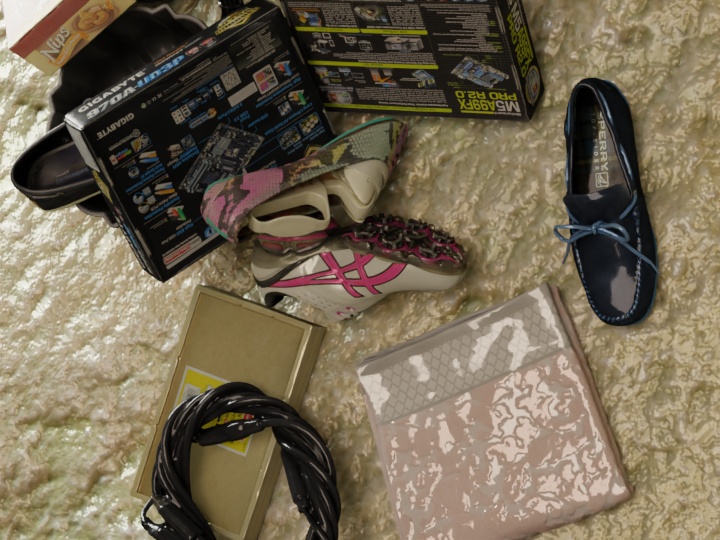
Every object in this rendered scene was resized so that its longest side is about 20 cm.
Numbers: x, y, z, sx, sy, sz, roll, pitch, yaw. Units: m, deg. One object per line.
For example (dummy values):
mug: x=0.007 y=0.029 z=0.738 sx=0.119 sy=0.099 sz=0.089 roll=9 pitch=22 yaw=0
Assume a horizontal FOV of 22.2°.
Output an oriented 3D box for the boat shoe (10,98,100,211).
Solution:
boat shoe: x=-0.218 y=-0.110 z=1.587 sx=0.199 sy=0.062 sz=0.075 roll=-25 pitch=73 yaw=20

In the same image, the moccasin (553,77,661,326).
moccasin: x=0.186 y=-0.055 z=1.467 sx=0.080 sy=0.068 sz=0.201 roll=-15 pitch=78 yaw=23

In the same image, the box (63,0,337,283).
box: x=-0.125 y=-0.109 z=1.532 sx=0.200 sy=0.160 sz=0.046 roll=-34 pitch=31 yaw=-15

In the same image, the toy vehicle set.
toy vehicle set: x=-0.118 y=0.125 z=1.616 sx=0.124 sy=0.026 sz=0.201 roll=20 pitch=93 yaw=26

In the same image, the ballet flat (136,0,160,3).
ballet flat: x=-0.160 y=-0.281 z=1.653 sx=0.199 sy=0.068 sz=0.068 roll=-5 pitch=99 yaw=26

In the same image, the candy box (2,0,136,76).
candy box: x=-0.274 y=-0.287 z=1.675 sx=0.115 sy=0.055 sz=0.201 roll=-37 pitch=46 yaw=23

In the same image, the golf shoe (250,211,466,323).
golf shoe: x=0.000 y=0.000 z=1.558 sx=0.199 sy=0.073 sz=0.093 roll=7 pitch=114 yaw=26

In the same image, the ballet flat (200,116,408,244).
ballet flat: x=-0.035 y=-0.065 z=1.527 sx=0.199 sy=0.069 sz=0.071 roll=-21 pitch=56 yaw=-24

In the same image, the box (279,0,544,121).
box: x=0.038 y=-0.199 z=1.509 sx=0.199 sy=0.161 sz=0.044 roll=5 pitch=49 yaw=26

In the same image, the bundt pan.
bundt pan: x=-0.179 y=-0.133 z=1.646 sx=0.201 sy=0.076 sz=0.203 roll=-3 pitch=83 yaw=26

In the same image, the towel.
towel: x=0.103 y=0.131 z=1.508 sx=0.199 sy=0.032 sz=0.192 roll=-24 pitch=75 yaw=22

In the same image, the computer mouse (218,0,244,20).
computer mouse: x=-0.038 y=-0.256 z=1.579 sx=0.199 sy=0.141 sz=0.046 roll=-30 pitch=59 yaw=-20

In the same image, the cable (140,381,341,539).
cable: x=-0.090 y=0.191 z=1.560 sx=0.199 sy=0.051 sz=0.164 roll=28 pitch=92 yaw=27
